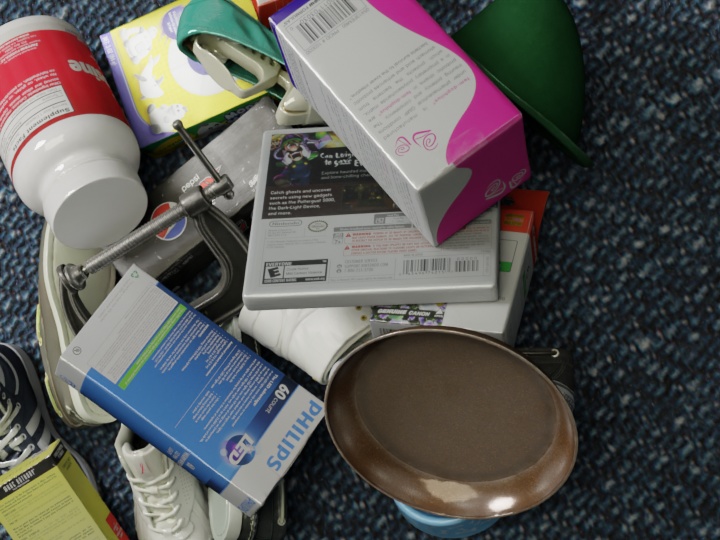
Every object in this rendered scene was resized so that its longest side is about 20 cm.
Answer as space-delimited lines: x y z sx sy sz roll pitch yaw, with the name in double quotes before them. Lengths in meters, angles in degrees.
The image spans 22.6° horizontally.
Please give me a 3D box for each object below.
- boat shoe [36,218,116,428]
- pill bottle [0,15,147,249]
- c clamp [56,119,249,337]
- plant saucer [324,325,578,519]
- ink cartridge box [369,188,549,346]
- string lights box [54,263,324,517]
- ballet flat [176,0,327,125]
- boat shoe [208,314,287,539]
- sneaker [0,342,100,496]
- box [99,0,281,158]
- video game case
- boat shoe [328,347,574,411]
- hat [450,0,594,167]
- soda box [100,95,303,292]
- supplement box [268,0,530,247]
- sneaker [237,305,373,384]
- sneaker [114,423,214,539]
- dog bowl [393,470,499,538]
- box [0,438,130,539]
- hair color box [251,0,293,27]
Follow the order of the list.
"boat shoe" -0.253 0.039 1.581 0.060 0.072 0.202 -21 75 48
"pill bottle" -0.258 -0.118 1.552 0.112 0.112 0.200 -36 56 8
"c clamp" -0.175 -0.010 1.512 0.200 0.027 0.171 -36 115 11
"plant saucer" 0.072 0.113 1.398 0.200 0.200 0.032 3 40 16
"ink cartridge box" 0.084 -0.013 1.453 0.109 0.050 0.200 5 48 15
"string lights box" -0.136 0.098 1.460 0.200 0.059 0.103 37 67 -1
"ballet flat" -0.069 -0.160 1.509 0.200 0.067 0.070 30 64 5
"boat shoe" -0.095 0.137 1.532 0.060 0.076 0.200 7 71 -23
"sneaker" -0.300 0.151 1.559 0.070 0.108 0.200 -31 76 10
"box" -0.119 -0.191 1.588 0.200 0.048 0.117 -23 78 9
"video game case" 0.013 -0.047 1.442 0.200 0.023 0.182 -3 50 9
"boat shoe" 0.076 0.078 1.442 0.200 0.070 0.066 3 61 20
"hat" 0.164 -0.211 1.452 0.200 0.166 0.176 41 94 15
"soda box" -0.128 -0.060 1.564 0.200 0.063 0.071 -39 74 7
"supplement box" 0.032 -0.134 1.399 0.101 0.103 0.200 -35 63 -8
"sneaker" 0.000 0.000 1.508 0.116 0.074 0.200 35 91 24
"sneaker" -0.173 0.178 1.525 0.078 0.099 0.200 -14 79 13
"dog bowl" 0.070 0.122 1.494 0.111 0.050 0.200 -3 83 15
"box" -0.231 0.247 1.523 0.075 0.050 0.200 -33 97 9
"hair color box" -0.010 -0.292 1.538 0.200 0.061 0.102 -20 78 -4
